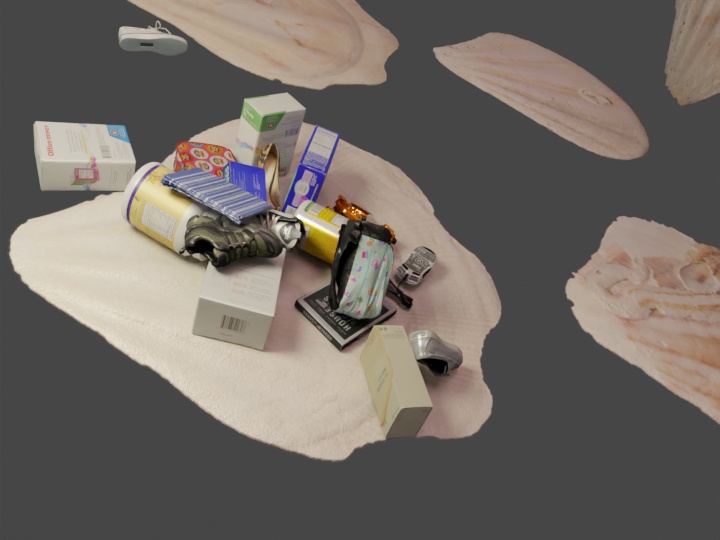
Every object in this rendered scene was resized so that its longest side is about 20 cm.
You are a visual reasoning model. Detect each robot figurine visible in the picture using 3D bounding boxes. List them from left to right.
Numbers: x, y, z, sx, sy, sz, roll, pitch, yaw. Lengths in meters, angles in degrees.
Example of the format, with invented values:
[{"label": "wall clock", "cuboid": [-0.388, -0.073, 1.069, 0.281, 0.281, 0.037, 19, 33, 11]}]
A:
[{"label": "robot figurine", "cuboid": [0.001, -0.104, 1.693, 0.198, 0.059, 0.145, 32, 41, 9]}]

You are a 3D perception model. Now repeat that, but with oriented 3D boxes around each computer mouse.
[{"label": "computer mouse", "cuboid": [0.125, 0.010, 1.649, 0.109, 0.044, 0.200, 33, 45, 17]}]

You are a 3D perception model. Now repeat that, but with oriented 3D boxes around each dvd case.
[{"label": "dvd case", "cuboid": [-0.030, 0.083, 1.500, 0.150, 0.025, 0.199, 42, 41, 19]}]

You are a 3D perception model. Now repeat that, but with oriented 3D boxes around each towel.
[{"label": "towel", "cuboid": [-0.294, -0.156, 1.385, 0.197, 0.024, 0.145, 28, 23, 11]}]

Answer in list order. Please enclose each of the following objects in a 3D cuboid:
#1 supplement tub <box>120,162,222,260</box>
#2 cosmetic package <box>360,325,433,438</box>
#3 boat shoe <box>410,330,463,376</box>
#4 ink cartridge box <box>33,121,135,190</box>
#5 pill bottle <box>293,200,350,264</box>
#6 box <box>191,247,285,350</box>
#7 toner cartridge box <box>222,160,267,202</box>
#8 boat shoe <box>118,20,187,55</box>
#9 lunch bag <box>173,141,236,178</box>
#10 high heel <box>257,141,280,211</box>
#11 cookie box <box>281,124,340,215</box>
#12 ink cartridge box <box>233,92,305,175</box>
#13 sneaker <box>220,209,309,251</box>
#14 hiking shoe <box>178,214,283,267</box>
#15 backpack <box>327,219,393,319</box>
[{"label": "supplement tub", "cuboid": [-0.391, -0.123, 1.440, 0.197, 0.147, 0.146, 29, 39, 5]}, {"label": "cosmetic package", "cuboid": [0.068, 0.218, 1.340, 0.072, 0.105, 0.202, 3, 43, -22]}, {"label": "boat shoe", "cuboid": [0.160, 0.187, 1.411, 0.200, 0.069, 0.073, 36, 47, -52]}, {"label": "ink cartridge box", "cuboid": [-0.621, -0.256, 1.512, 0.196, 0.086, 0.146, -3, 46, -32]}, {"label": "pill bottle", "cuboid": [-0.061, -0.074, 1.573, 0.197, 0.114, 0.113, 26, 39, 10]}, {"label": "box", "cuboid": [-0.244, 0.038, 1.370, 0.149, 0.107, 0.202, 15, 40, -10]}, {"label": "toner cartridge box", "cuboid": [-0.261, -0.141, 1.534, 0.093, 0.043, 0.205, 8, 66, -35]}, {"label": "boat shoe", "cuboid": [-0.618, -0.697, 2.004, 0.198, 0.075, 0.088, -5, 64, -23]}, {"label": "lunch bag", "cuboid": [-0.352, -0.224, 1.621, 0.173, 0.083, 0.202, -1, 46, -28]}, {"label": "high heel", "cuboid": [-0.219, -0.206, 1.623, 0.070, 0.144, 0.202, 5, 43, -23]}, {"label": "cookie box", "cuboid": [-0.126, -0.238, 1.688, 0.074, 0.173, 0.202, 22, 38, -7]}, {"label": "ink cartridge box", "cuboid": [-0.237, -0.336, 1.713, 0.144, 0.203, 0.087, -23, 54, -42]}, {"label": "sneaker", "cuboid": [-0.190, -0.093, 1.436, 0.128, 0.081, 0.197, 17, 0, 39]}, {"label": "hiking shoe", "cuboid": [-0.252, -0.040, 1.322, 0.195, 0.076, 0.102, 9, 50, -3]}, {"label": "backpack", "cuboid": [0.000, 0.000, 1.435, 0.124, 0.205, 0.167, 14, 1, -7]}]
